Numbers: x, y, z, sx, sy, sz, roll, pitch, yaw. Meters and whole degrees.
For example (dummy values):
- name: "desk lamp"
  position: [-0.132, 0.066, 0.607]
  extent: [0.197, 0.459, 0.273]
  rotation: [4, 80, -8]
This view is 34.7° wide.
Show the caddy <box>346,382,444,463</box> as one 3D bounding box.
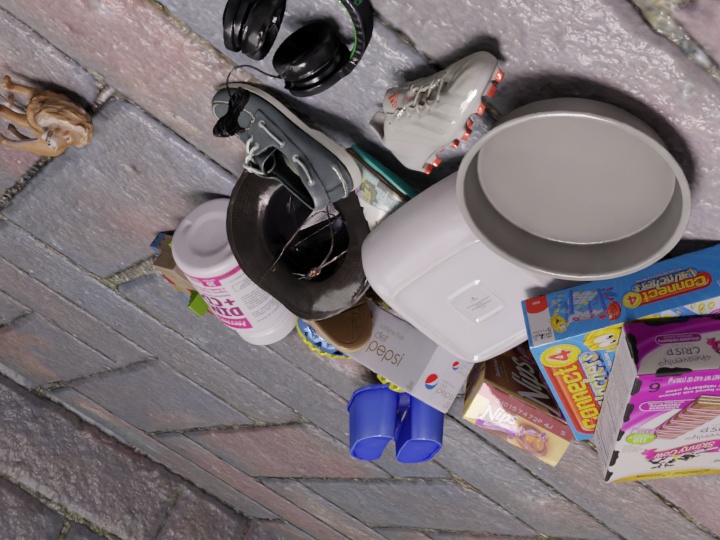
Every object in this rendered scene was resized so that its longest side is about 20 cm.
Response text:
- name: "caddy"
  position: [0.053, 0.218, 1.719]
  extent: [0.140, 0.106, 0.200]
  rotation: [6, 157, -7]

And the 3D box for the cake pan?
- name: "cake pan"
  position: [0.183, -0.070, 0.992]
  extent: [0.199, 0.037, 0.201]
  rotation: [11, 140, 9]

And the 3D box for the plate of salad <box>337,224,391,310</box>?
- name: "plate of salad"
  position: [0.000, 0.000, 1.389]
  extent: [0.199, 0.048, 0.200]
  rotation: [22, 156, 11]

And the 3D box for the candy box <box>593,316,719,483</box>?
- name: "candy box"
  position: [0.304, 0.125, 1.090]
  extent: [0.135, 0.061, 0.200]
  rotation: [-5, 143, -1]

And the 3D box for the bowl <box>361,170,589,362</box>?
- name: "bowl"
  position: [0.116, 0.008, 1.143]
  extent: [0.199, 0.075, 0.200]
  rotation: [39, 127, -25]

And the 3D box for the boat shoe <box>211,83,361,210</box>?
- name: "boat shoe"
  position: [-0.090, -0.125, 1.164]
  extent: [0.200, 0.062, 0.073]
  rotation: [34, 155, 27]

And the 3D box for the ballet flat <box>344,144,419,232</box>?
- name: "ballet flat"
  position: [0.056, -0.051, 1.182]
  extent: [0.199, 0.071, 0.069]
  rotation: [30, -165, -10]

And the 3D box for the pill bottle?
- name: "pill bottle"
  position: [-0.154, 0.008, 1.487]
  extent: [0.113, 0.114, 0.200]
  rotation: [14, 154, 28]

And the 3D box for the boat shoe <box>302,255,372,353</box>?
- name: "boat shoe"
  position: [-0.049, 0.027, 1.340]
  extent: [0.200, 0.071, 0.065]
  rotation: [55, 157, 32]

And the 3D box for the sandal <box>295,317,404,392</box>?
- name: "sandal"
  position: [0.009, 0.091, 1.545]
  extent: [0.199, 0.080, 0.087]
  rotation: [24, 155, -14]

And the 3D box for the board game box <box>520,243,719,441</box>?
- name: "board game box"
  position: [0.278, 0.077, 1.120]
  extent: [0.195, 0.056, 0.200]
  rotation: [-17, 141, 15]

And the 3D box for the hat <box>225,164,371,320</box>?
- name: "hat"
  position: [-0.048, -0.050, 1.281]
  extent: [0.200, 0.202, 0.081]
  rotation: [7, -165, 29]

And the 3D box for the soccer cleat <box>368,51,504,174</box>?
- name: "soccer cleat"
  position: [0.060, -0.142, 1.009]
  extent: [0.077, 0.069, 0.200]
  rotation: [33, 159, -5]

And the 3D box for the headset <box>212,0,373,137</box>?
- name: "headset"
  position: [-0.074, -0.192, 1.011]
  extent: [0.123, 0.094, 0.200]
  rotation: [34, 145, -14]

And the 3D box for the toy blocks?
- name: "toy blocks"
  position: [-0.223, 0.016, 1.631]
  extent: [0.200, 0.100, 0.136]
  rotation: [42, 165, -29]

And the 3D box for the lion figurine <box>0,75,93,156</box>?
- name: "lion figurine"
  position: [-0.392, -0.180, 1.435]
  extent: [0.122, 0.073, 0.200]
  rotation: [21, 173, -11]

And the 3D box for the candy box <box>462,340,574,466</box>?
- name: "candy box"
  position: [0.182, 0.134, 1.313]
  extent: [0.116, 0.057, 0.200]
  rotation: [28, -162, 0]

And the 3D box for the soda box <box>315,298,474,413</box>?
- name: "soda box"
  position: [0.036, 0.088, 1.314]
  extent: [0.064, 0.068, 0.200]
  rotation: [33, 176, -39]
